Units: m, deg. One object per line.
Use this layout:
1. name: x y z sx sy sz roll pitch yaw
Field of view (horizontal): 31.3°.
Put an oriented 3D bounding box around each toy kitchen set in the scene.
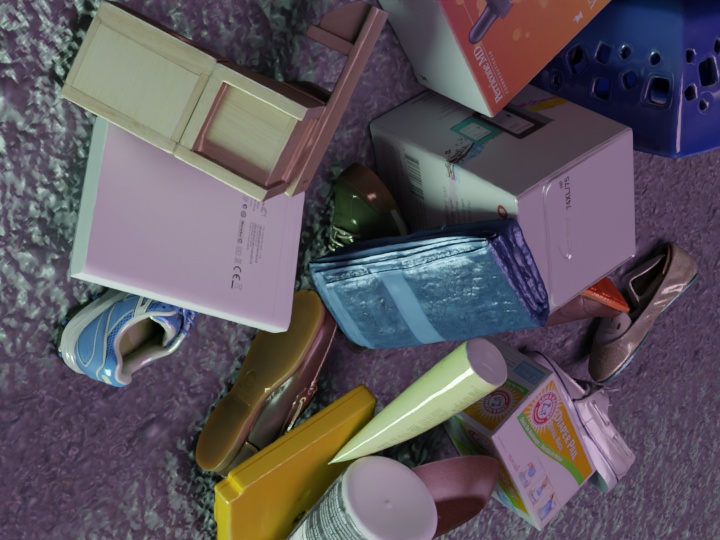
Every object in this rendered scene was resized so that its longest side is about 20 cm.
1. toy kitchen set: -0.095 -0.173 1.029 0.163 0.180 0.200 -63 176 11

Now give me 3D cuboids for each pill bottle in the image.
1. pill bottle: -0.016 0.277 1.261 0.106 0.106 0.200 -6 145 -40

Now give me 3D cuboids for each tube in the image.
1. tube: 0.052 0.130 1.198 0.058 0.052 0.200 30 132 -22

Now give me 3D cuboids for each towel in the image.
1. towel: 0.059 0.018 1.125 0.112 0.200 0.049 60 38 -27

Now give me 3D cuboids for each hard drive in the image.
1. hard drive: -0.135 -0.035 1.048 0.200 0.027 0.132 19 70 -39

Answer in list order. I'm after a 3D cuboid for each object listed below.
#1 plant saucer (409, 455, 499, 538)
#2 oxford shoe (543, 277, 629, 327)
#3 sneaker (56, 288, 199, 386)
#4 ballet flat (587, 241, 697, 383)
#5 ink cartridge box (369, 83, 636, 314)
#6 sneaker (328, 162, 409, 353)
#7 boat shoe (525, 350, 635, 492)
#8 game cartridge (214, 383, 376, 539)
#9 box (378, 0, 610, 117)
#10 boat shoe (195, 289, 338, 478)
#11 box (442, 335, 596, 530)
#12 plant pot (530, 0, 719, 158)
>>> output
1. plant saucer: 0.060 0.256 1.367 0.200 0.037 0.200 -17 153 -9
2. oxford shoe: 0.230 0.027 1.452 0.200 0.071 0.073 17 123 -43
3. sneaker: -0.157 0.027 1.085 0.200 0.077 0.076 -44 134 -18
4. ballet flat: 0.329 0.046 1.556 0.062 0.067 0.200 46 75 -18
5. ink cartridge box: 0.134 -0.075 1.196 0.146 0.200 0.147 -31 131 -25
6. sneaker: 0.000 0.000 1.215 0.090 0.067 0.200 -42 138 -23
7. boat shoe: 0.266 0.160 1.508 0.086 0.075 0.202 -40 105 -18
8. game cartridge: -0.066 0.211 1.259 0.176 0.032 0.200 -31 151 -25
9. box: 0.125 -0.267 1.145 0.200 0.106 0.152 -46 136 -12
10. boat shoe: -0.078 0.110 1.212 0.070 0.070 0.200 25 104 -40
11. box: 0.172 0.182 1.444 0.101 0.112 0.200 -44 134 -15
12. plant pot: 0.304 -0.229 1.268 0.200 0.200 0.180 -16 117 -36
